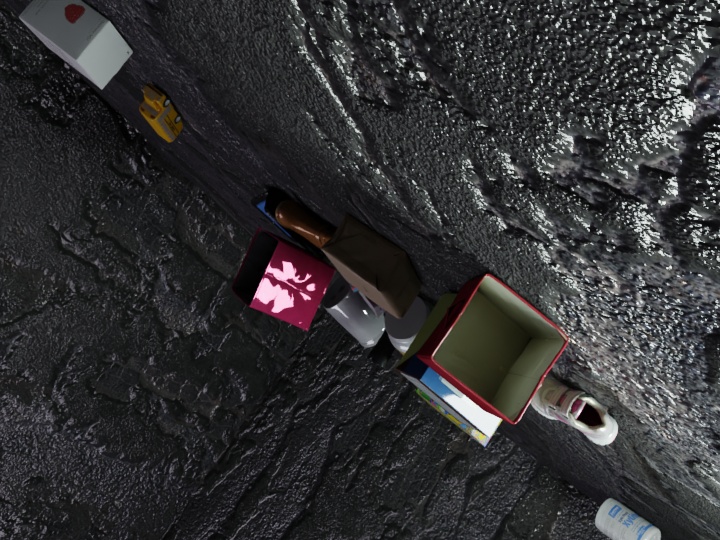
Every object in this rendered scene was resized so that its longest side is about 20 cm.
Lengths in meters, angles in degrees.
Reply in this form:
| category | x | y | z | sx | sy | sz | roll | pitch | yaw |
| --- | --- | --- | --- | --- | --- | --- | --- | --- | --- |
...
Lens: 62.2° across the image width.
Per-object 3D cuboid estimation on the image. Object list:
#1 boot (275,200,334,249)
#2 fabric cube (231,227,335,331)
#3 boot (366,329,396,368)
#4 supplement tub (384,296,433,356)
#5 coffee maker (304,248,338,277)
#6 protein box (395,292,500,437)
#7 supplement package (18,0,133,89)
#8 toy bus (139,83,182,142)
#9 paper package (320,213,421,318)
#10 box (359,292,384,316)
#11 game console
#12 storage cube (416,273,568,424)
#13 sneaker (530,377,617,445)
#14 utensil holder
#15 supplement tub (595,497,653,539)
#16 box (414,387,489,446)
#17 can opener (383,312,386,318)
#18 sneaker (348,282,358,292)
| category | x | y | z | sx | sy | sz | roll | pitch | yaw |
| --- | --- | --- | --- | --- | --- | --- | --- | --- | --- |
| boot | -0.126 | -0.104 | 1.585 | 0.154 | 0.077 | 0.200 | 33 | 173 | 42 |
| fabric cube | -0.223 | 0.023 | 1.709 | 0.196 | 0.204 | 0.195 | 26 | -179 | -32 |
| boot | 0.102 | 0.188 | 1.722 | 0.065 | 0.202 | 0.165 | 36 | 172 | -5 |
| supplement tub | 0.157 | 0.166 | 1.567 | 0.143 | 0.146 | 0.200 | 30 | 169 | 41 |
| coffee maker | -0.163 | 0.010 | 1.931 | 0.134 | 0.202 | 0.191 | 42 | 170 | -29 |
| protein box | 0.218 | 0.188 | 1.227 | 0.199 | 0.201 | 0.134 | 39 | 169 | -16 |
| supplement package | -0.656 | -0.546 | 1.385 | 0.198 | 0.122 | 0.120 | 36 | 171 | 13 |
| toy bus | -0.565 | -0.443 | 1.686 | 0.064 | 0.079 | 0.200 | 36 | 172 | 5 |
| paper package | 0.028 | -0.006 | 1.365 | 0.189 | 0.104 | 0.200 | 34 | 171 | 26 |
| box | 0.016 | 0.057 | 1.773 | 0.201 | 0.038 | 0.042 | 51 | 167 | 47 |
| game console | -0.226 | -0.127 | 1.731 | 0.199 | 0.115 | 0.178 | 41 | -155 | -26 |
| storage cube | 0.219 | 0.132 | 1.038 | 0.198 | 0.173 | 0.180 | 37 | 173 | 2 |
| sneaker | 0.431 | 0.275 | 1.224 | 0.196 | 0.083 | 0.088 | 24 | 165 | 29 |
| utensil holder | -0.003 | 0.124 | 1.980 | 0.200 | 0.171 | 0.169 | 44 | 170 | -22 |
| supplement tub | 0.990 | 0.959 | 2.214 | 0.132 | 0.133 | 0.198 | 44 | 169 | -38 |
| box | 0.279 | 0.290 | 1.505 | 0.191 | 0.202 | 0.122 | 31 | 171 | 40 |
| can opener | 0.090 | 0.096 | 1.807 | 0.201 | 0.062 | 0.080 | 80 | 165 | -63 |
| sneaker | 0.000 | 0.000 | 1.687 | 0.097 | 0.079 | 0.199 | 55 | 164 | -7 |
